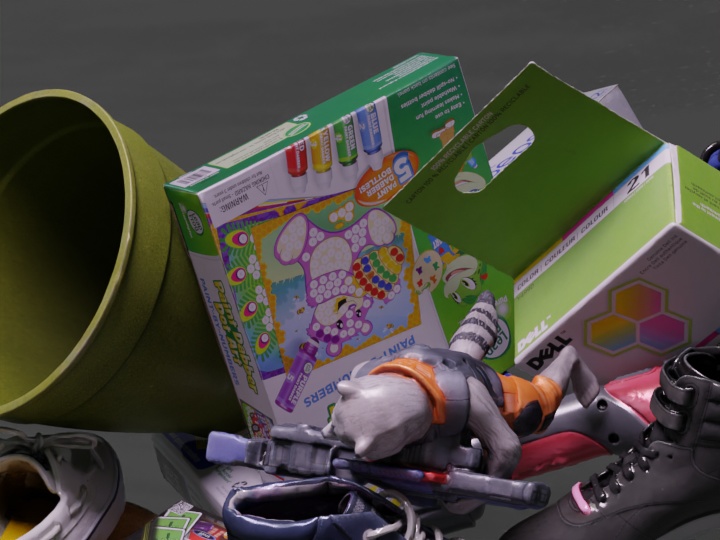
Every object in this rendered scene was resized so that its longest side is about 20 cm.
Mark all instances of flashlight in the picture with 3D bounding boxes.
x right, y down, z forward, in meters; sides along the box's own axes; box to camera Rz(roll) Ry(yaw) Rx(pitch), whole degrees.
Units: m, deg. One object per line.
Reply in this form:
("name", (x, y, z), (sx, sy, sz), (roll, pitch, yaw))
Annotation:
("flashlight", (0.118, 0.105, 1.596), (0.200, 0.068, 0.068), (-20, 38, 7))

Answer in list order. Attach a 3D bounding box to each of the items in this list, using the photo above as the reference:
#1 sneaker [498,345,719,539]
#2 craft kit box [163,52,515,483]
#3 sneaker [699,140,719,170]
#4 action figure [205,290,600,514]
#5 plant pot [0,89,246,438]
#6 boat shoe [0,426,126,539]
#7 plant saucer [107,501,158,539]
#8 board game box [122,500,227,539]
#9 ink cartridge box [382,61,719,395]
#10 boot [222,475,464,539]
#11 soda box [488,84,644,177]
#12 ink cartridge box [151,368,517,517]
("sneaker", (0.158, 0.100, 1.518), (0.200, 0.099, 0.071), (-18, 22, 2))
("craft kit box", (0.000, 0.000, 1.644), (0.200, 0.198, 0.048), (-30, 26, -28))
("sneaker", (0.277, -0.042, 1.765), (0.080, 0.115, 0.199), (6, 30, 45))
("action figure", (0.021, 0.068, 1.503), (0.200, 0.105, 0.193), (6, 6, 19))
("plant pot", (-0.140, 0.017, 1.685), (0.200, 0.201, 0.193), (4, -14, 45))
("boat shoe", (-0.191, 0.126, 1.624), (0.074, 0.086, 0.202), (-1, 24, 14))
("plant saucer", (-0.202, 0.194, 1.628), (0.200, 0.036, 0.200), (-6, 23, 3))
("board game box", (-0.066, 0.187, 1.531), (0.200, 0.024, 0.105), (18, 40, 40))
("ink cartridge box", (0.132, -0.009, 1.600), (0.148, 0.200, 0.076), (-44, 30, 35))
("boot", (0.026, 0.157, 1.444), (0.200, 0.091, 0.073), (-2, 31, 7))
("soda box", (0.105, -0.037, 1.799), (0.200, 0.068, 0.063), (-41, 17, -31))
("ink cartridge box", (-0.010, 0.106, 1.725), (0.200, 0.047, 0.198), (-21, 19, -14))
